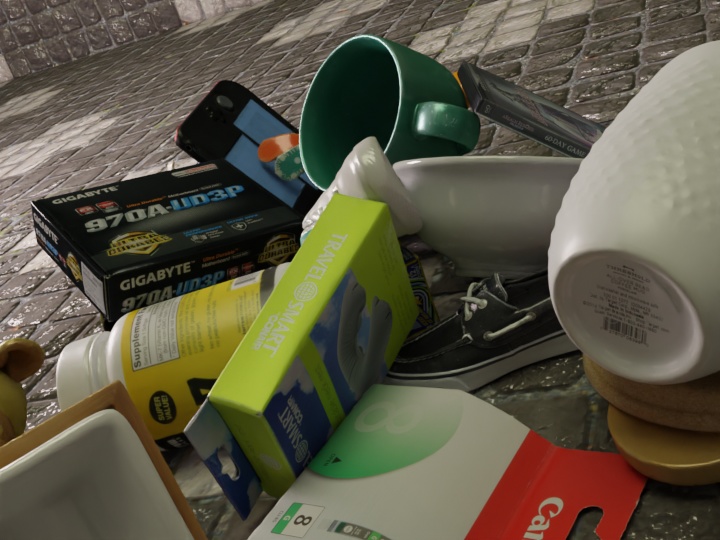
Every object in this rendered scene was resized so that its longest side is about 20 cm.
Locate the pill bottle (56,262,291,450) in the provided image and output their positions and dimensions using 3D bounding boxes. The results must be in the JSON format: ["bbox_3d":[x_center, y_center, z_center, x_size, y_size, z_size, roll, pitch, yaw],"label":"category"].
[{"bbox_3d":[-0.126,0.075,0.772,0.198,0.115,0.115,-17,24,10],"label":"pill bottle"}]

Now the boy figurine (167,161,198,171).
[{"bbox_3d":[-0.183,-0.063,1.124,0.201,0.124,0.064,-60,26,-14],"label":"boy figurine"}]

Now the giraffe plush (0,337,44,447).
[{"bbox_3d":[-0.247,0.137,0.678,0.172,0.163,0.199,-34,27,-27],"label":"giraffe plush"}]

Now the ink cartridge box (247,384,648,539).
[{"bbox_3d":[0.052,0.136,0.582,0.199,0.050,0.161,-4,29,38],"label":"ink cartridge box"}]

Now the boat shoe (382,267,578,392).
[{"bbox_3d":[0.101,0.035,0.725,0.198,0.068,0.072,-18,24,10],"label":"boat shoe"}]

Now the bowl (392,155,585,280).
[{"bbox_3d":[0.124,-0.040,0.796,0.199,0.091,0.201,2,3,0],"label":"bowl"}]

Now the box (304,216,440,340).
[{"bbox_3d":[0.000,0.000,0.881,0.064,0.071,0.200,-25,24,-10],"label":"box"}]

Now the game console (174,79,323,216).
[{"bbox_3d":[-0.098,-0.120,1.084,0.031,0.199,0.177,-47,12,26],"label":"game console"}]

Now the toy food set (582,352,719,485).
[{"bbox_3d":[0.238,0.047,0.610,0.196,0.049,0.200,-16,23,5],"label":"toy food set"}]

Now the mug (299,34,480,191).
[{"bbox_3d":[0.037,-0.125,0.933,0.114,0.153,0.186,12,32,-39],"label":"mug"}]

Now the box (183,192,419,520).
[{"bbox_3d":[-0.030,0.061,0.662,0.047,0.122,0.201,13,55,27],"label":"box"}]

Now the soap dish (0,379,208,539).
[{"bbox_3d":[-0.192,0.181,0.566,0.199,0.158,0.081,-31,9,-22],"label":"soap dish"}]

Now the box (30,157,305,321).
[{"bbox_3d":[-0.169,-0.034,0.882,0.199,0.046,0.159,-17,36,-33],"label":"box"}]

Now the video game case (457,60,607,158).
[{"bbox_3d":[0.186,-0.129,0.902,0.199,0.019,0.143,24,22,-11],"label":"video game case"}]

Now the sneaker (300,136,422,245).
[{"bbox_3d":[-0.008,-0.041,0.759,0.088,0.076,0.200,-28,-5,-4],"label":"sneaker"}]

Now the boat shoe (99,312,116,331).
[{"bbox_3d":[-0.225,0.043,0.971,0.060,0.072,0.201,-26,26,-21],"label":"boat shoe"}]

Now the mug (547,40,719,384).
[{"bbox_3d":[0.208,-0.013,0.548,0.199,0.148,0.175,31,52,21],"label":"mug"}]

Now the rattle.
[{"bbox_3d":[0.007,-0.155,1.040,0.198,0.143,0.131,16,43,-14],"label":"rattle"}]
